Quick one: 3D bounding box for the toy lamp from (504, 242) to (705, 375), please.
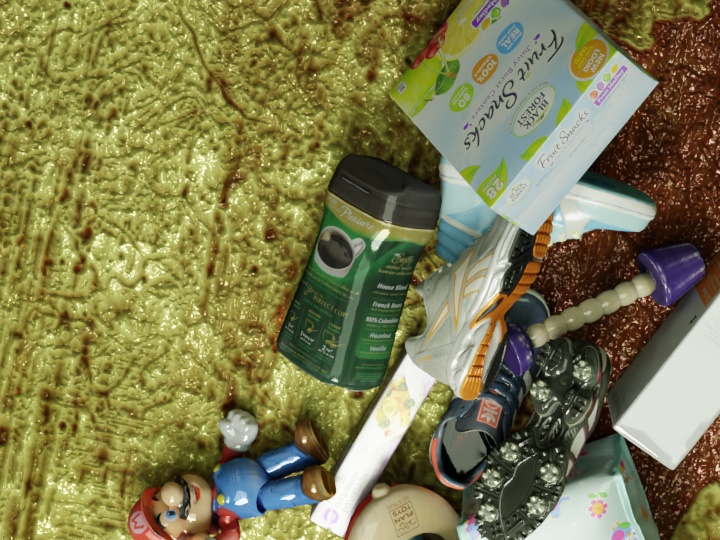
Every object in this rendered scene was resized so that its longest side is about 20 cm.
[{"bbox_3d":[0.220,0.030,1.666,0.199,0.058,0.058,-25,102,-12],"label":"toy lamp"}]

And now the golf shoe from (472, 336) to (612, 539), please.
[{"bbox_3d":[0.172,0.158,1.635,0.077,0.088,0.201,30,99,30],"label":"golf shoe"}]

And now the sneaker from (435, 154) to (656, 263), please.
[{"bbox_3d":[0.161,-0.030,1.666,0.199,0.080,0.131,12,103,10],"label":"sneaker"}]

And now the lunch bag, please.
[{"bbox_3d":[0.201,0.278,1.717,0.170,0.122,0.201,-18,104,13],"label":"lunch bag"}]

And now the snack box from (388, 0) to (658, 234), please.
[{"bbox_3d":[0.135,-0.156,1.573,0.068,0.200,0.169,27,107,-42],"label":"snack box"}]

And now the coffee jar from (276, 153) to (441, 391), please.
[{"bbox_3d":[0.000,0.000,1.667,0.104,0.085,0.201,32,110,41],"label":"coffee jar"}]

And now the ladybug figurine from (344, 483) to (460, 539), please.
[{"bbox_3d":[0.040,0.283,1.738,0.135,0.072,0.201,-24,115,-23],"label":"ladybug figurine"}]

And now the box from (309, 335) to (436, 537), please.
[{"bbox_3d":[0.016,0.157,1.739,0.039,0.041,0.201,29,105,-4],"label":"box"}]

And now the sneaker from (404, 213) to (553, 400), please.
[{"bbox_3d":[0.097,0.006,1.611,0.092,0.076,0.201,24,94,28],"label":"sneaker"}]

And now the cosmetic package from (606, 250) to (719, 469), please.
[{"bbox_3d":[0.313,0.071,1.670,0.071,0.101,0.200,35,103,-5],"label":"cosmetic package"}]

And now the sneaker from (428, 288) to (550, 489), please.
[{"bbox_3d":[0.123,0.114,1.699,0.075,0.085,0.201,20,104,-2],"label":"sneaker"}]

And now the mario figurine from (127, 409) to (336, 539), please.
[{"bbox_3d":[-0.129,0.205,1.719,0.199,0.124,0.106,-23,106,9],"label":"mario figurine"}]
